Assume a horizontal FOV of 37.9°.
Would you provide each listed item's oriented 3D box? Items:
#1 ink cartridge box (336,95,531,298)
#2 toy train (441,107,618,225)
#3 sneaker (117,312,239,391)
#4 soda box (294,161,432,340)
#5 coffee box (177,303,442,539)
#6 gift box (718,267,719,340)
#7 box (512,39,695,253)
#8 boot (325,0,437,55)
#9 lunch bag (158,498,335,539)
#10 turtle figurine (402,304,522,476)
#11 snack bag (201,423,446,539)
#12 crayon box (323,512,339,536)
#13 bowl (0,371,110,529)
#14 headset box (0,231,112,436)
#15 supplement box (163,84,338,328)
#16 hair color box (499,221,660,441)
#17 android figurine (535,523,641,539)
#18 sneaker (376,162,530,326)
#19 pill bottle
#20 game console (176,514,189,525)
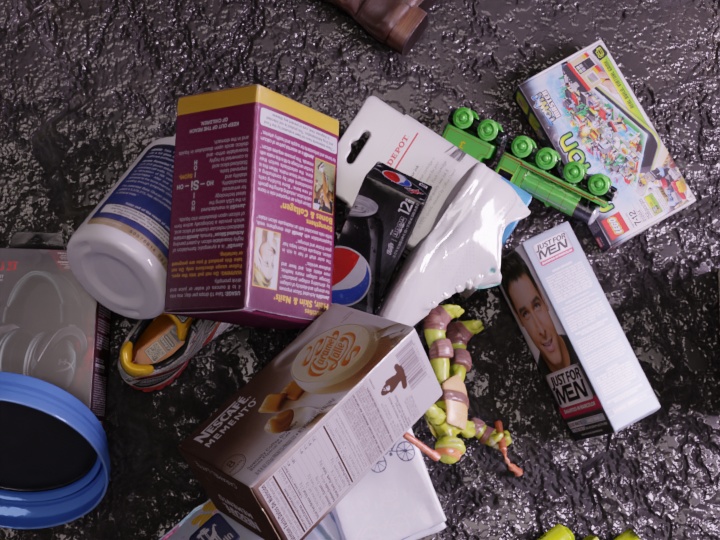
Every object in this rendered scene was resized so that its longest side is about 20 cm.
[{"bbox_3d":[0.062,-0.077,1.092,0.199,0.067,0.117,34,82,3],"label":"ink cartridge box"},{"bbox_3d":[0.172,-0.109,1.095,0.198,0.042,0.057,29,101,16],"label":"toy train"},{"bbox_3d":[-0.163,0.042,1.055,0.078,0.082,0.200,41,81,5],"label":"sneaker"},{"bbox_3d":[0.000,0.000,1.031,0.063,0.071,0.202,24,110,3],"label":"soda box"},{"bbox_3d":[-0.041,0.128,0.902,0.200,0.114,0.080,-41,123,-26],"label":"coffee box"},{"bbox_3d":[0.453,0.046,1.027,0.181,0.187,0.204,-3,81,-3],"label":"gift box"},{"bbox_3d":[0.260,-0.133,1.126,0.109,0.035,0.202,-28,83,-6],"label":"box"},{"bbox_3d":[0.014,-0.359,1.145,0.199,0.064,0.187,35,79,8],"label":"boot"},{"bbox_3d":[-0.090,0.284,0.904,0.169,0.128,0.200,-35,65,-16],"label":"lunch bag"},{"bbox_3d":[0.094,0.126,1.046,0.199,0.064,0.164,26,58,-39],"label":"turtle figurine"},{"bbox_3d":[-0.040,0.192,1.007,0.197,0.021,0.191,-21,84,2],"label":"snack bag"},{"bbox_3d":[-0.034,0.199,1.049,0.125,0.052,0.201,-34,83,-7],"label":"crayon box"},{"bbox_3d":[-0.332,0.169,0.982,0.197,0.203,0.040,2,42,-2],"label":"bowl"},{"bbox_3d":[-0.328,0.062,1.048,0.146,0.077,0.204,3,82,-2],"label":"headset box"},{"bbox_3d":[-0.098,-0.053,0.973,0.102,0.130,0.204,-3,80,33],"label":"supplement box"},{"bbox_3d":[0.212,0.064,1.054,0.060,0.099,0.202,-22,82,-17],"label":"hair color box"},{"bbox_3d":[0.216,0.351,1.041,0.198,0.041,0.184,-31,83,-9],"label":"android figurine"},{"bbox_3d":[0.091,-0.001,1.015,0.088,0.075,0.201,36,85,-5],"label":"sneaker"},{"bbox_3d":[-0.188,-0.059,1.028,0.110,0.112,0.201,28,52,2],"label":"pill bottle"},{"bbox_3d":[-0.110,0.354,1.000,0.197,0.172,0.119,22,45,2],"label":"game console"}]
